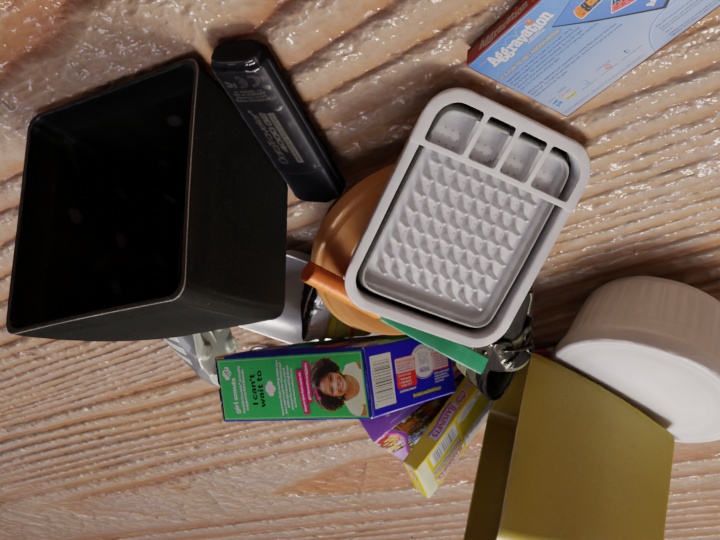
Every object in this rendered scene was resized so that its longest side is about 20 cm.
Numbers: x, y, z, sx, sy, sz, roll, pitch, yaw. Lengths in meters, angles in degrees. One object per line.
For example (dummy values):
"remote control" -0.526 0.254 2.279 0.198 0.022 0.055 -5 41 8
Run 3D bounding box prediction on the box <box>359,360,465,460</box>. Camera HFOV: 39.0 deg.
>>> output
"box" 0.092 0.179 1.268 0.136 0.039 0.200 -38 151 4

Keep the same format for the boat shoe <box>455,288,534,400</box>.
"boat shoe" 0.146 0.071 1.029 0.071 0.066 0.202 -29 157 -20

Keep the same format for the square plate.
"square plate" -0.037 0.041 1.160 0.198 0.029 0.198 19 149 -21

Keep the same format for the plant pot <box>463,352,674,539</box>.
"plant pot" 0.224 0.234 1.091 0.174 0.202 0.201 16 154 0

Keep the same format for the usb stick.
"usb stick" -0.066 -0.121 0.866 0.055 0.033 0.200 3 152 22

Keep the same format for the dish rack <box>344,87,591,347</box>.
"dish rack" 0.086 -0.045 0.865 0.170 0.044 0.202 19 106 -26

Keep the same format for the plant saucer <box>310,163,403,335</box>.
"plant saucer" 0.053 -0.012 0.938 0.197 0.038 0.202 -11 133 -12

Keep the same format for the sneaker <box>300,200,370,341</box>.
"sneaker" 0.000 0.000 1.015 0.089 0.079 0.201 8 142 -13

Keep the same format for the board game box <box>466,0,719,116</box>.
"board game box" 0.173 -0.182 0.716 0.102 0.020 0.200 19 149 -25

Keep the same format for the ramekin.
"ramekin" 0.307 0.089 1.061 0.200 0.095 0.203 20 152 11

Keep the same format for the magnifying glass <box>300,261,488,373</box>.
"magnifying glass" 0.033 0.044 0.912 0.199 0.023 0.079 30 179 -25

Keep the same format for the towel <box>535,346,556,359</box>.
"towel" 0.305 0.122 1.237 0.197 0.030 0.146 -6 151 23

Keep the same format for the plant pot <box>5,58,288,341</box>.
"plant pot" -0.169 -0.034 0.895 0.198 0.202 0.177 -11 158 29

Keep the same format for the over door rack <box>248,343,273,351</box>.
"over door rack" -0.043 0.152 1.287 0.197 0.068 0.148 10 164 2

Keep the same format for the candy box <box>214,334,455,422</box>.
"candy box" -0.026 0.112 1.087 0.198 0.078 0.168 -9 178 34

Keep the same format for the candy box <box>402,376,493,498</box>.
"candy box" 0.124 0.167 1.195 0.026 0.201 0.103 31 162 24

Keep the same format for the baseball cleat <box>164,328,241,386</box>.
"baseball cleat" -0.215 0.054 1.167 0.105 0.070 0.201 0 131 33
